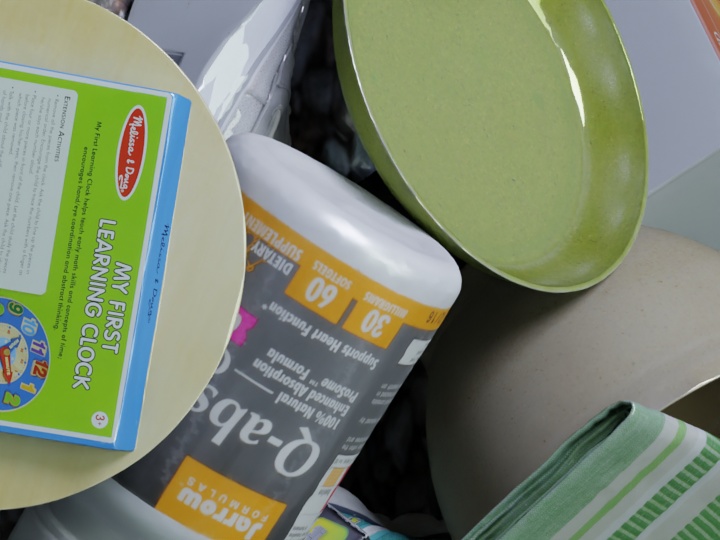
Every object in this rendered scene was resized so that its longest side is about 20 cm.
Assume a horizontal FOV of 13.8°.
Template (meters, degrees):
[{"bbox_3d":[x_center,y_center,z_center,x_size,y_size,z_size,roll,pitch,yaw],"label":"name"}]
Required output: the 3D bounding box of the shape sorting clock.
[{"bbox_3d":[-0.141,-0.010,1.126,0.199,0.039,0.201,0,89,-10],"label":"shape sorting clock"}]

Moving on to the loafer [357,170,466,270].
[{"bbox_3d":[0.000,0.000,1.380,0.068,0.070,0.200,49,27,7],"label":"loafer"}]

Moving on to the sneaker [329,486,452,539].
[{"bbox_3d":[0.025,0.159,1.406,0.200,0.080,0.078,21,95,-50],"label":"sneaker"}]

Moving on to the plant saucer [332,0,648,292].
[{"bbox_3d":[0.052,-0.081,1.302,0.200,0.031,0.201,24,55,-39],"label":"plant saucer"}]

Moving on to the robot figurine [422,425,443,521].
[{"bbox_3d":[0.099,0.061,1.518,0.145,0.058,0.201,33,68,-47],"label":"robot figurine"}]

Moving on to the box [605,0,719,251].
[{"bbox_3d":[0.176,-0.067,1.510,0.200,0.097,0.125,25,37,-56],"label":"box"}]

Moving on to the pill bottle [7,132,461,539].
[{"bbox_3d":[-0.055,0.054,1.214,0.116,0.116,0.200,21,104,-53],"label":"pill bottle"}]

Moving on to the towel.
[{"bbox_3d":[0.106,0.123,1.315,0.153,0.023,0.200,-44,150,15],"label":"towel"}]

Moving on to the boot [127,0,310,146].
[{"bbox_3d":[-0.059,-0.072,1.290,0.200,0.073,0.096,-62,145,-15],"label":"boot"}]

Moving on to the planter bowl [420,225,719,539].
[{"bbox_3d":[0.109,0.055,1.381,0.200,0.135,0.200,-27,151,-16],"label":"planter bowl"}]

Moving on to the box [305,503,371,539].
[{"bbox_3d":[-0.059,0.205,1.280,0.200,0.035,0.110,-40,129,-14],"label":"box"}]
